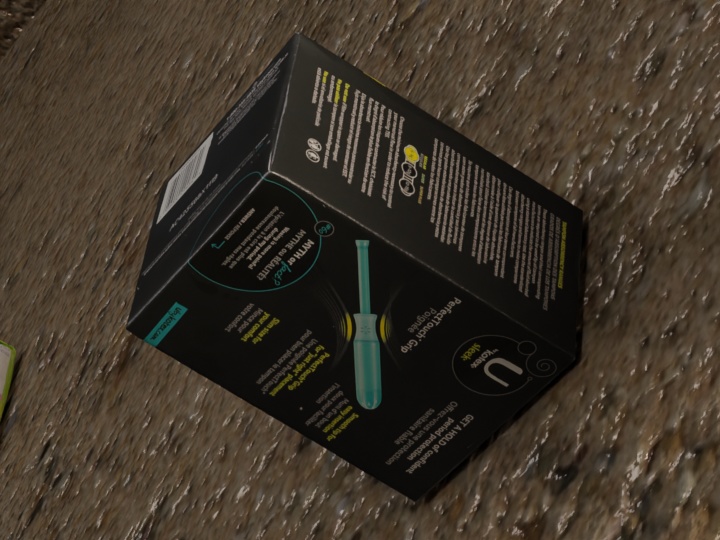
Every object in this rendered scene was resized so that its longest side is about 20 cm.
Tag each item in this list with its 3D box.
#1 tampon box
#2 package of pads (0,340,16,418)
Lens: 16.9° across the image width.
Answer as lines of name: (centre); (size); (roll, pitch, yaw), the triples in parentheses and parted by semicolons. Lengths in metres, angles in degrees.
tampon box: (0.000, 0.000, 1.329); (0.150, 0.200, 0.127); (-44, 23, 36)
package of pads: (-0.409, 0.166, 2.376); (0.155, 0.068, 0.200); (-49, 21, 33)
